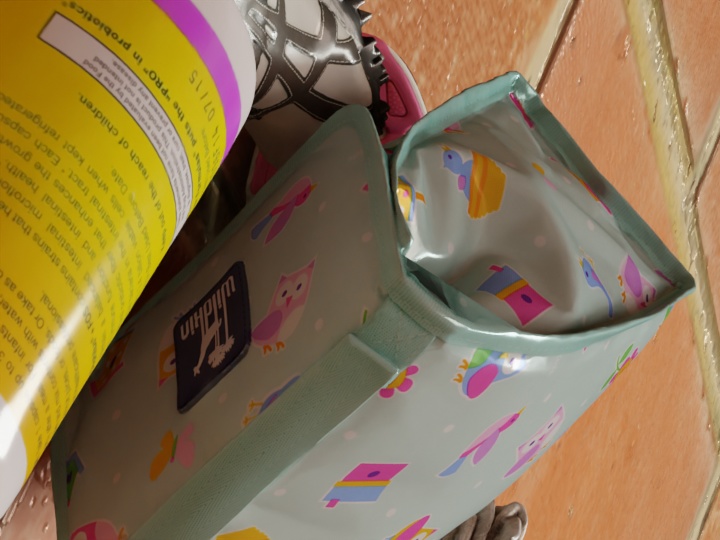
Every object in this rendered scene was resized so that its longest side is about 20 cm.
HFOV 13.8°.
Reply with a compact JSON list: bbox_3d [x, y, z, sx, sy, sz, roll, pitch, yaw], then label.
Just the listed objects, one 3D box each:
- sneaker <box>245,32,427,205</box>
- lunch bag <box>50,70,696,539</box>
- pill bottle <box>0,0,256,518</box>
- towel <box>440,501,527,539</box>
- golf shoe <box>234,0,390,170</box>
[{"bbox_3d":[0.000,0.000,1.112,0.088,0.073,0.201,-82,166,-65],"label":"sneaker"},{"bbox_3d":[-0.005,0.033,0.958,0.170,0.122,0.200,-42,174,24],"label":"lunch bag"},{"bbox_3d":[-0.111,-0.001,0.748,0.105,0.104,0.201,82,31,-50],"label":"pill bottle"},{"bbox_3d":[0.000,0.165,1.165,0.133,0.034,0.200,-62,-172,-27],"label":"towel"},{"bbox_3d":[-0.048,-0.078,0.936,0.094,0.078,0.200,-43,153,-16],"label":"golf shoe"}]
